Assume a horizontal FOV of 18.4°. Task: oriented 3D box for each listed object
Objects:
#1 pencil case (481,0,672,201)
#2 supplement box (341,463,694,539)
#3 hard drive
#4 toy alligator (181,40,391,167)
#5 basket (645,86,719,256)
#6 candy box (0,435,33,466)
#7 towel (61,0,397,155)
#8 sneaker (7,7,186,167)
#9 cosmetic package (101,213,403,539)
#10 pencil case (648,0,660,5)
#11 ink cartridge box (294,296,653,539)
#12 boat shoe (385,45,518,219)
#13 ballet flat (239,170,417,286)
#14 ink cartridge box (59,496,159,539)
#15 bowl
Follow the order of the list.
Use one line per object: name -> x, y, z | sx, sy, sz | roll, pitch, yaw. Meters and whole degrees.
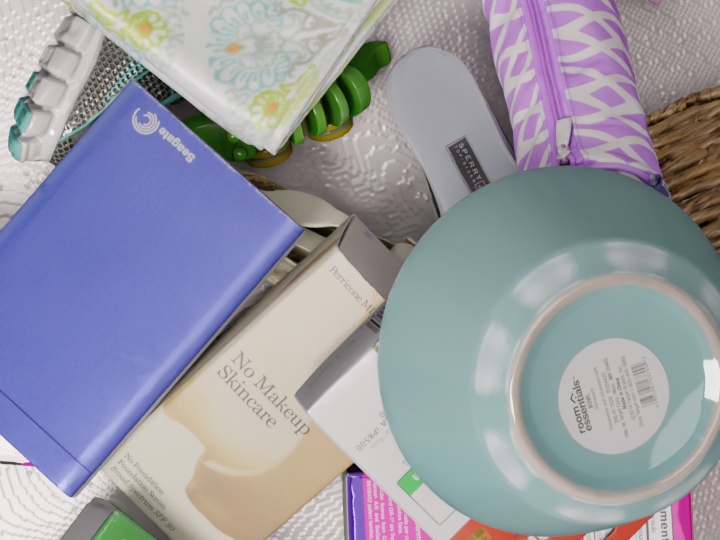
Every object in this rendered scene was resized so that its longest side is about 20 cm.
pencil case -> 0.117, -0.098, 1.262 | 0.084, 0.200, 0.085 | -31, 133, 23
supplement box -> 0.091, 0.157, 1.302 | 0.199, 0.101, 0.104 | -2, 91, -2
hard drive -> -0.145, 0.010, 1.258 | 0.132, 0.025, 0.200 | 41, 90, 7
toy alligator -> -0.062, -0.086, 1.297 | 0.200, 0.054, 0.059 | -24, 121, -17
basket -> 0.223, -0.015, 1.325 | 0.199, 0.149, 0.143 | -21, 58, -1
candy box -> -0.244, 0.042, 1.308 | 0.199, 0.061, 0.137 | 4, 88, 0
towel -> -0.075, -0.187, 1.252 | 0.200, 0.048, 0.171 | 38, 84, -4
sneaker -> -0.129, -0.139, 1.318 | 0.091, 0.078, 0.200 | 28, 93, -18
cosmetic package -> -0.044, 0.074, 1.279 | 0.105, 0.071, 0.200 | 44, 108, -6
pencil case -> 0.126, -0.245, 1.309 | 0.200, 0.087, 0.088 | 38, 89, 0
ink cartridge box -> 0.072, 0.101, 1.207 | 0.109, 0.050, 0.200 | -45, 103, -1
boat shoe -> 0.073, -0.036, 1.314 | 0.073, 0.068, 0.200 | -30, 82, 7
ballet flat -> 0.000, 0.000, 1.310 | 0.199, 0.062, 0.068 | 22, 50, -2
ink cartridge box -> -0.114, 0.250, 1.277 | 0.200, 0.083, 0.147 | 39, 77, -13
bowl -> 0.117, 0.050, 1.131 | 0.200, 0.105, 0.202 | -2, 97, -12
